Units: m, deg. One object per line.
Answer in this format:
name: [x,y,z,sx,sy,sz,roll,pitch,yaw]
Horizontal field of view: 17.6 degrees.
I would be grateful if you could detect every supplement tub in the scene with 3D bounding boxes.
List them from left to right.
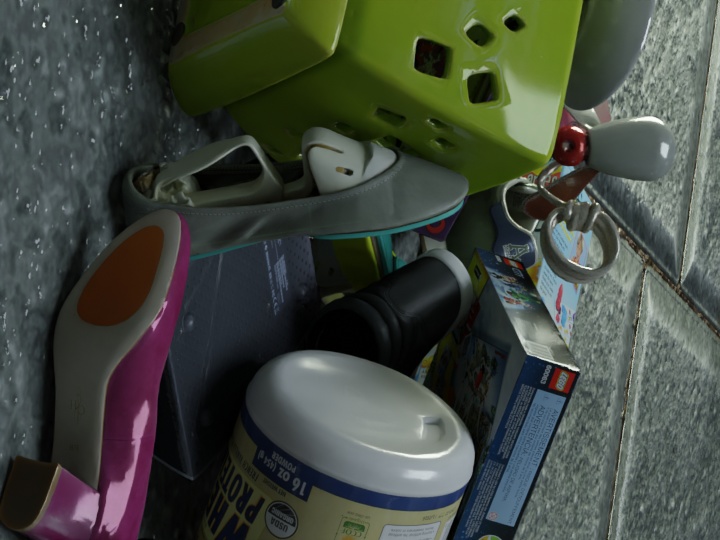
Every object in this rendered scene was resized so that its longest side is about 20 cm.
supplement tub: [-0.026,0.166,1.406,0.144,0.144,0.201,-28,141,-64]

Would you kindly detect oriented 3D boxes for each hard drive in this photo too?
hard drive: [-0.084,0.021,1.421,0.200,0.042,0.136,-54,142,-52]

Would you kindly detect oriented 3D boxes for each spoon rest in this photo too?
spoon rest: [0.122,-0.144,1.458,0.060,0.199,0.100,20,79,-30]

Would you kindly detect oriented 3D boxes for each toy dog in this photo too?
toy dog: [0.104,-0.081,1.581,0.096,0.199,0.133,17,98,-88]

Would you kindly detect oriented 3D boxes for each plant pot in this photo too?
plant pot: [0.005,-0.163,1.369,0.180,0.199,0.201,21,71,-29]

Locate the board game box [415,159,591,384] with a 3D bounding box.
board game box: [0.106,0.019,1.809,0.105,0.102,0.202,53,46,-58]

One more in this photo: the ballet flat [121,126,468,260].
ballet flat: [-0.040,-0.048,1.317,0.068,0.198,0.064,-85,164,-61]

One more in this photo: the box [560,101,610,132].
box: [0.093,-0.188,1.661,0.108,0.128,0.201,-25,131,-14]

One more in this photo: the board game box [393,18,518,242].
board game box: [0.070,-0.131,1.452,0.201,0.032,0.120,-61,-154,17]

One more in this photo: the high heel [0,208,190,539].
high heel: [-0.126,0.071,1.283,0.096,0.067,0.201,42,60,-51]

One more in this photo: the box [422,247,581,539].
box: [0.080,0.083,1.472,0.200,0.037,0.138,-107,-144,-70]

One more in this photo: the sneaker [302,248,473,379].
sneaker: [-0.009,0.067,1.530,0.099,0.071,0.200,-21,155,-42]

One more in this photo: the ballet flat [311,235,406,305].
ballet flat: [0.000,0.000,1.590,0.200,0.066,0.067,63,19,-58]

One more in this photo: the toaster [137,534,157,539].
toaster: [-0.139,0.254,1.245,0.130,0.113,0.201,69,34,-54]

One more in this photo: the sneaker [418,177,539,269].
sneaker: [0.093,-0.045,1.712,0.201,0.089,0.068,-82,163,-62]
